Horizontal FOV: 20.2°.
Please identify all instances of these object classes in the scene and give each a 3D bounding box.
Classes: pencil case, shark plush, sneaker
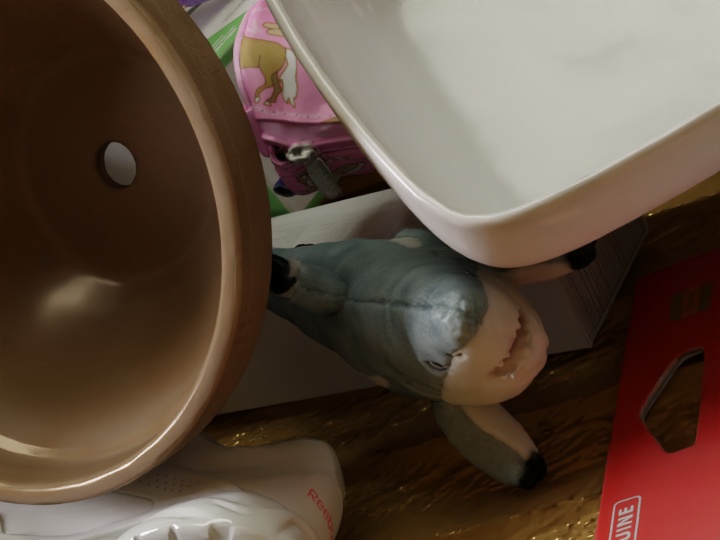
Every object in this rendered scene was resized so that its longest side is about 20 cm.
[{"bbox_3d":[0.055,-0.074,0.757,0.198,0.088,0.083,-5,-11,16],"label":"pencil case"},{"bbox_3d":[0.000,0.000,0.715,0.200,0.083,0.092,32,105,48],"label":"shark plush"},{"bbox_3d":[-0.089,0.102,0.730,0.198,0.079,0.099,-7,24,26],"label":"sneaker"}]

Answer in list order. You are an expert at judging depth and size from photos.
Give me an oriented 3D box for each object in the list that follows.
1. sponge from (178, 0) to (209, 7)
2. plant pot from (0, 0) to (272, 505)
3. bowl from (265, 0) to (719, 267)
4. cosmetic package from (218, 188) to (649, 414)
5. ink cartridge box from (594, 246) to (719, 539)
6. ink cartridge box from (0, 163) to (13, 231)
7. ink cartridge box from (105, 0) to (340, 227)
[{"bbox_3d":[-0.164,-0.128,0.922,0.111,0.030,0.199,25,37,38],"label":"sponge"},{"bbox_3d":[-0.107,-0.029,0.702,0.199,0.203,0.093,-15,9,30],"label":"plant pot"},{"bbox_3d":[0.075,-0.100,0.672,0.199,0.075,0.201,-30,55,-2],"label":"bowl"},{"bbox_3d":[0.011,0.007,0.818,0.199,0.051,0.083,-12,26,34],"label":"cosmetic package"},{"bbox_3d":[0.154,0.012,0.651,0.175,0.045,0.201,-18,25,22],"label":"ink cartridge box"},{"bbox_3d":[-0.224,0.005,0.837,0.145,0.088,0.200,-37,27,-17],"label":"ink cartridge box"},{"bbox_3d":[-0.074,-0.071,0.980,0.199,0.085,0.146,-20,26,48],"label":"ink cartridge box"}]
